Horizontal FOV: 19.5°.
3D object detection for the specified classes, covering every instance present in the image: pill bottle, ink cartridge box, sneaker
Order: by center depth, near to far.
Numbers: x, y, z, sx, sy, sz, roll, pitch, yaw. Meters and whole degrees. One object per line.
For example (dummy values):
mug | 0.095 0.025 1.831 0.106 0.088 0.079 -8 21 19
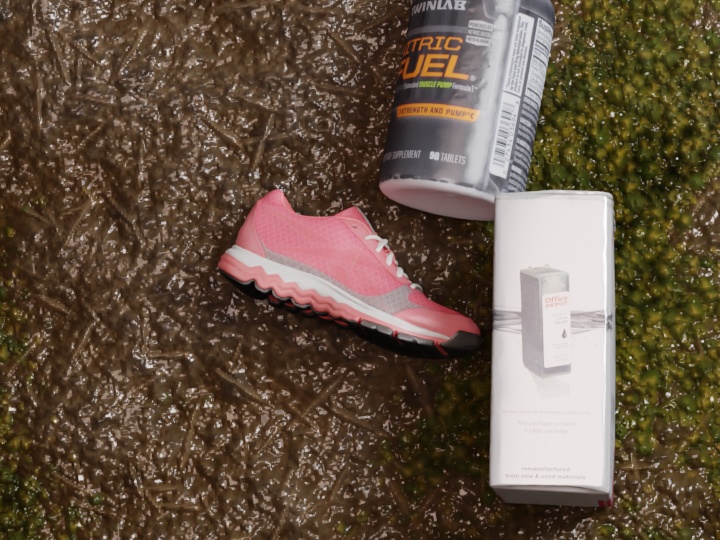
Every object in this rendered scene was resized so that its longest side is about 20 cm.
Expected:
ink cartridge box | 0.134 0.056 1.436 0.084 0.146 0.201 2 80 8
pill bottle | 0.081 -0.144 1.499 0.106 0.106 0.201 9 80 8
sneaker | 0.000 0.000 1.500 0.199 0.074 0.087 21 82 10
